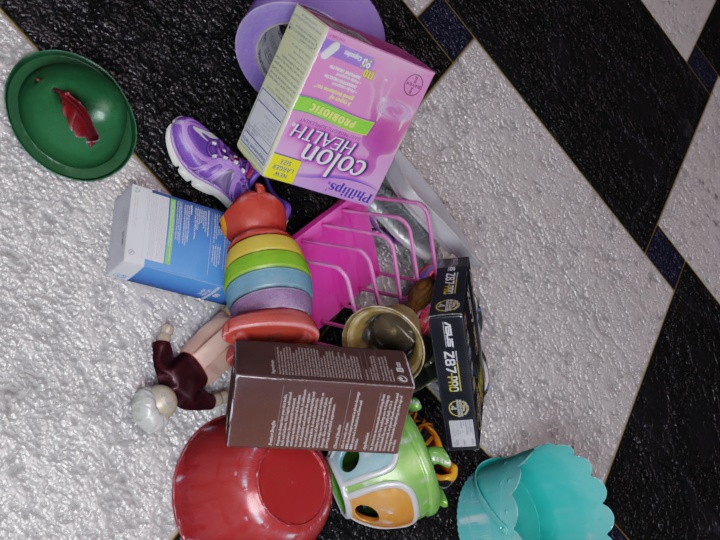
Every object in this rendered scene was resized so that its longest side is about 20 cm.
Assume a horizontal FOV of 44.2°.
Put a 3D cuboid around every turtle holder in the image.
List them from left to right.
[{"bbox_3d":[0.021,0.227,1.097,0.130,0.141,0.187,-18,67,-14],"label":"turtle holder"}]

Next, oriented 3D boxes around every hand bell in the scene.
[{"bbox_3d":[0.059,0.054,1.118,0.105,0.104,0.200,55,29,-6],"label":"hand bell"}]

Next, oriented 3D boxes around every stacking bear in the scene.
[{"bbox_3d":[-0.118,-0.004,1.059,0.112,0.122,0.202,-8,64,-8],"label":"stacking bear"}]

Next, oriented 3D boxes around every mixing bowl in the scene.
[{"bbox_3d":[-0.106,0.254,1.033,0.199,0.108,0.202,18,60,-33],"label":"mixing bowl"}]

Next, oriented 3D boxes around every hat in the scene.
[{"bbox_3d":[-0.301,-0.206,1.025,0.165,0.176,0.202,-12,79,-42],"label":"hat"}]

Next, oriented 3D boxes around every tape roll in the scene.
[{"bbox_3d":[-0.070,-0.316,1.249,0.199,0.199,0.085,37,51,-21],"label":"tape roll"}]

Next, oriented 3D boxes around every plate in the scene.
[{"bbox_3d":[0.089,-0.108,1.326,0.200,0.032,0.200,42,15,-40],"label":"plate"}]

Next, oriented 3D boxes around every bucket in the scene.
[{"bbox_3d":[0.244,0.352,1.258,0.206,0.134,0.209,17,61,-34],"label":"bucket"}]

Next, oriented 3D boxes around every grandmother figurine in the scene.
[{"bbox_3d":[-0.199,0.115,1.052,0.121,0.061,0.200,45,46,-3],"label":"grandmother figurine"}]

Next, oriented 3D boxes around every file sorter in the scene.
[{"bbox_3d":[0.000,0.000,1.185,0.200,0.124,0.140,-40,129,-42],"label":"file sorter"}]

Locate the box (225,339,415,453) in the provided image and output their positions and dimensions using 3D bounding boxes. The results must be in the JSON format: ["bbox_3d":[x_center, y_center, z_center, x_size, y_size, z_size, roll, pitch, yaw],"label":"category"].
[{"bbox_3d":[-0.048,0.143,0.994,0.198,0.101,0.075,5,30,-14],"label":"box"}]

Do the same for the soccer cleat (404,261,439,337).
[{"bbox_3d":[0.086,0.076,1.271,0.066,0.076,0.201,28,66,-11],"label":"soccer cleat"}]

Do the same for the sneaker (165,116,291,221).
[{"bbox_3d":[-0.166,-0.133,1.169,0.200,0.083,0.081,43,49,-15],"label":"sneaker"}]

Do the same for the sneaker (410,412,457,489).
[{"bbox_3d":[0.062,0.218,1.208,0.201,0.077,0.078,54,49,-6],"label":"sneaker"}]

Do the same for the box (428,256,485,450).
[{"bbox_3d":[0.129,0.107,1.163,0.162,0.049,0.202,-72,154,-63],"label":"box"}]

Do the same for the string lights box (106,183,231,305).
[{"bbox_3d":[-0.207,-0.025,1.104,0.199,0.059,0.104,17,61,-33],"label":"string lights box"}]

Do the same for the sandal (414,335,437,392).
[{"bbox_3d":[0.051,0.130,1.164,0.200,0.057,0.080,5,60,-59],"label":"sandal"}]

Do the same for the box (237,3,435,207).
[{"bbox_3d":[-0.033,-0.207,1.143,0.175,0.201,0.097,13,23,-37],"label":"box"}]

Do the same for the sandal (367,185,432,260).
[{"bbox_3d":[0.030,-0.085,1.338,0.203,0.050,0.082,44,34,0],"label":"sandal"}]

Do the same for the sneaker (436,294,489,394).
[{"bbox_3d":[0.136,0.096,1.322,0.076,0.076,0.202,4,64,-36],"label":"sneaker"}]
